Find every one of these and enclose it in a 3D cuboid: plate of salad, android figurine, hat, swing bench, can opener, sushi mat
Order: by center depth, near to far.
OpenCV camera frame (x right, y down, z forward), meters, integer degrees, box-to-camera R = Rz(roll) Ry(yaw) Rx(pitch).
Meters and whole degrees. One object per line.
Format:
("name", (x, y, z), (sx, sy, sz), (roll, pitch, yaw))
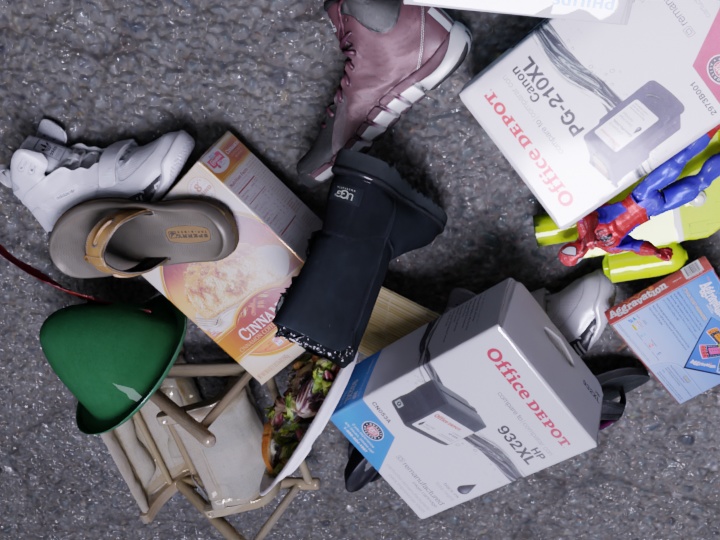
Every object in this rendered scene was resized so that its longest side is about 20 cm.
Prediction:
("android figurine", (0.249, -0.081, 0.783), (0.199, 0.041, 0.183), (-8, 106, 16))
("plate of salad", (-0.056, 0.123, 0.852), (0.048, 0.200, 0.200), (30, 123, -5))
("hat", (-0.300, 0.050, 0.871), (0.199, 0.166, 0.176), (-13, 136, 44))
("sushi mat", (0.030, 0.060, 0.886), (0.199, 0.012, 0.096), (26, 133, 28))
("can opener", (0.052, 0.172, 0.991), (0.063, 0.079, 0.200), (32, 110, -23))
("swing bench", (-0.179, 0.198, 0.992), (0.199, 0.130, 0.200), (9, 130, 32))

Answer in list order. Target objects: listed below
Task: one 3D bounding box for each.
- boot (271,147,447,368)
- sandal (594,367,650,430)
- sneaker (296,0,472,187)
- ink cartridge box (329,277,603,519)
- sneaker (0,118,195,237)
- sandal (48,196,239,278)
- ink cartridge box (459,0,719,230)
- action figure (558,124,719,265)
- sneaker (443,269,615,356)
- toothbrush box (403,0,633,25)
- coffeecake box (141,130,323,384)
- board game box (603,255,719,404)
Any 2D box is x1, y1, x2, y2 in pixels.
("boot", (0.000, 0.000, 0.773), (0.076, 0.200, 0.169), (20, 87, 22))
("sandal", (0.219, 0.149, 0.906), (0.199, 0.048, 0.075), (-14, 153, -23))
("sneaker", (-0.009, -0.173, 0.764), (0.200, 0.076, 0.116), (-41, 104, 19))
("ink cartridge box", (0.096, 0.121, 0.797), (0.200, 0.084, 0.145), (-33, 105, 31))
("sneaker", (-0.258, -0.099, 0.837), (0.199, 0.075, 0.115), (-29, 119, 28))
("sandal", (-0.207, -0.022, 0.802), (0.199, 0.055, 0.082), (-1, 124, 19))
("ink cartridge box", (0.200, -0.151, 0.703), (0.200, 0.084, 0.145), (-37, 96, 21))
("action figure", (0.248, -0.052, 0.718), (0.200, 0.099, 0.065), (-37, 110, 26))
("sneaker", (0.153, 0.054, 0.875), (0.115, 0.075, 0.200), (33, 123, -15))
("toothbrush box", (0.110, -0.248, 0.609), (0.145, 0.200, 0.086), (7, 125, 4))
("coffeecake box", (-0.112, -0.008, 0.858), (0.200, 0.073, 0.153), (44, 125, -11))
("board game box", (0.322, 0.064, 0.853), (0.103, 0.020, 0.200), (-32, 136, 19))
